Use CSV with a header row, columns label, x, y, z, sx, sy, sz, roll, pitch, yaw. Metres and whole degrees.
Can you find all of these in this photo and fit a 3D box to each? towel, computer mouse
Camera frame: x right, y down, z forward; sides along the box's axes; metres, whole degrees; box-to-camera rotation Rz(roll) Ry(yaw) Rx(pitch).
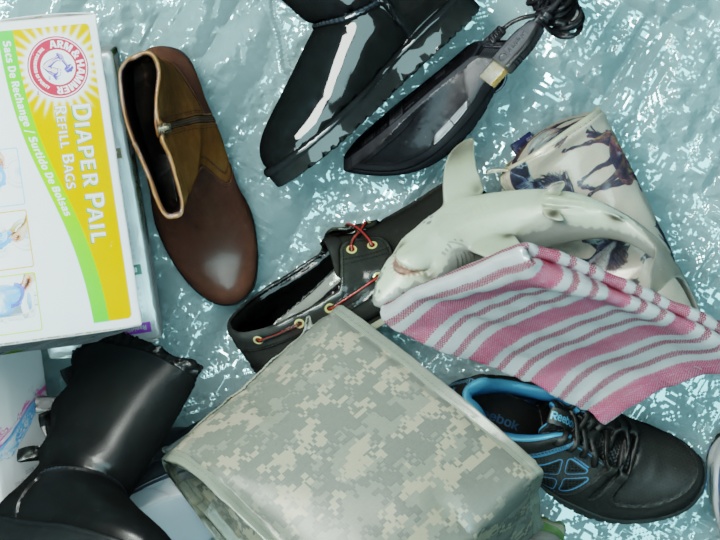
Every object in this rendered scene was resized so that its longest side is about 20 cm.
label,x,y,z,sx,sy,sz,roll,pitch,yaw
towel,0.132,0.041,1.609,0.200,0.146,0.030,22,60,-30
computer mouse,0.076,-0.116,1.674,0.200,0.140,0.046,-41,100,3

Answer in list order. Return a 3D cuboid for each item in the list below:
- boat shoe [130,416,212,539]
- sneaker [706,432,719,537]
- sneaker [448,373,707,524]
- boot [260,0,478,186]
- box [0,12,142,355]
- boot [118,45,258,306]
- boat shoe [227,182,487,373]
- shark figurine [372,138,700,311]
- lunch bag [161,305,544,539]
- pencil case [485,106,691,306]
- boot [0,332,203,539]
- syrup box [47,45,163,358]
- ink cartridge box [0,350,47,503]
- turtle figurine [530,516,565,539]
label,x,y,z,sx,sy,sz,roll,pitch,yaw
boat shoe,-0.119,0.138,1.703,0.200,0.068,0.072,-31,143,-27
sneaker,0.283,0.209,1.759,0.076,0.077,0.200,-15,100,-2
sneaker,0.146,0.122,1.730,0.200,0.082,0.073,15,71,-6
boot,-0.035,-0.178,1.687,0.198,0.073,0.162,-44,100,-3
box,-0.212,-0.052,1.578,0.101,0.112,0.200,-8,86,-21
boot,-0.109,-0.056,1.643,0.068,0.200,0.189,-9,98,-1
boat shoe,0.001,0.001,1.716,0.201,0.074,0.063,-37,116,6
shark figurine,0.124,-0.014,1.666,0.214,0.090,0.128,2,54,12
lunch bag,-0.007,0.136,1.632,0.164,0.118,0.200,-41,67,-17
pencil case,0.167,-0.007,1.724,0.089,0.078,0.200,-26,98,13
boot,-0.151,0.122,1.591,0.073,0.198,0.163,45,64,-31
syrup box,-0.187,-0.047,1.702,0.081,0.079,0.200,-8,98,-2
ink cartridge box,-0.289,0.096,1.692,0.147,0.086,0.200,-4,97,22
turtle figurine,0.089,0.239,1.756,0.144,0.200,0.194,-47,124,-25
